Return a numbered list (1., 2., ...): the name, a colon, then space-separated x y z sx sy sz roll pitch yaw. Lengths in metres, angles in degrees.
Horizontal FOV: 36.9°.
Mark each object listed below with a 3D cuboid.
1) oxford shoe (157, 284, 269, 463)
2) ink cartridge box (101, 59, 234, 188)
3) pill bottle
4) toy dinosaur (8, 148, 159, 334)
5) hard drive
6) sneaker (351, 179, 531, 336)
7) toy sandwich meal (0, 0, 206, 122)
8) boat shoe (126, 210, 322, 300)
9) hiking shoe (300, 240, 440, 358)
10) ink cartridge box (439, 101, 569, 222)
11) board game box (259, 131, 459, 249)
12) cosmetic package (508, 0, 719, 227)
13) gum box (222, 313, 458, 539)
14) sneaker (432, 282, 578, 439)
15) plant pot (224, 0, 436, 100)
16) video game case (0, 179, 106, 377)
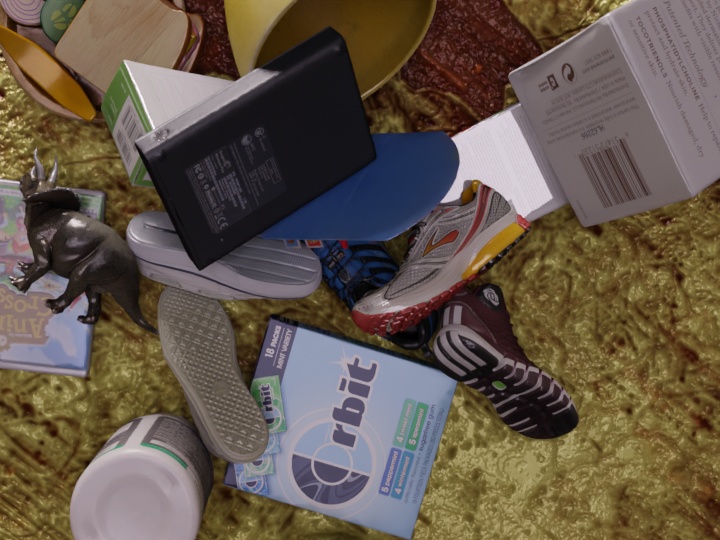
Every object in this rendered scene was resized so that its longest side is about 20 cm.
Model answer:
1. oxford shoe: -0.146 0.100 1.043 0.074 0.058 0.202 -19 67 -21
2. ink cartridge box: -0.129 -0.124 1.002 0.198 0.105 0.060 3 136 -40
3. pill bottle: -0.193 0.198 0.995 0.111 0.200 0.115 0 94 -3
4. toy dinosaur: -0.263 -0.011 1.018 0.199 0.077 0.103 40 98 -3
5. hard drive: -0.084 -0.104 0.944 0.198 0.033 0.141 -33 136 -14
6. sneaker: 0.064 -0.011 0.996 0.199 0.078 0.082 -36 83 -28
7. toy sandwich meal: -0.253 -0.232 1.027 0.201 0.070 0.209 0 94 -3
8. boat shoe: -0.129 -0.006 1.043 0.197 0.067 0.074 17 51 14
9. hiking shoe: 0.000 0.000 1.045 0.199 0.087 0.075 37 101 -4
10. ink cartridge box: 0.135 -0.094 1.069 0.197 0.050 0.110 -25 95 0
11. board game box: 0.003 -0.066 1.006 0.197 0.159 0.039 2 133 30
12. cosmetic package: 0.279 -0.167 0.983 0.198 0.167 0.168 -31 95 -24
13. gum box: -0.020 0.155 1.080 0.197 0.045 0.173 16 93 -4
14. sneaker: 0.150 0.077 1.073 0.075 0.117 0.200 -26 130 32
15. plant pot: -0.049 -0.257 0.992 0.199 0.200 0.143 -35 67 0
16. video game case: -0.357 0.003 1.062 0.196 0.022 0.186 6 94 -4
